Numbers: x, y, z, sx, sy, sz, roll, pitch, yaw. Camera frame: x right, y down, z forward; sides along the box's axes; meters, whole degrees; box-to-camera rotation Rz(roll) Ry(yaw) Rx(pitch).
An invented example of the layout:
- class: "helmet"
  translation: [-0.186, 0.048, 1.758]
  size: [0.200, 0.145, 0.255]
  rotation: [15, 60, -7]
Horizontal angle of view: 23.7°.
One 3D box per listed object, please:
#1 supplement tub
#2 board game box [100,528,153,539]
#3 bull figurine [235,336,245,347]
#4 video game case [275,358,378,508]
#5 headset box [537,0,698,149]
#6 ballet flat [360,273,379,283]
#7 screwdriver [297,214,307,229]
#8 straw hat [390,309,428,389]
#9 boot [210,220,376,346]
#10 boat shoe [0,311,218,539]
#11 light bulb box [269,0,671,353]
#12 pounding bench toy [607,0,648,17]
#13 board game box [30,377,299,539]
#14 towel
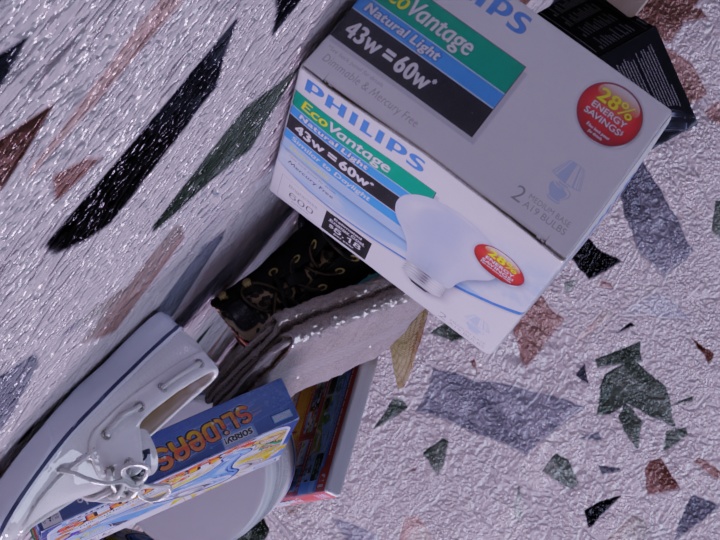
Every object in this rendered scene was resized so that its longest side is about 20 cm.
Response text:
- class: "supplement tub"
  translation: [-0.130, 0.173, 1.516]
  size: [0.132, 0.132, 0.200]
  rotation: [-52, 176, 0]
- class: "board game box"
  translation: [-0.157, 0.263, 1.466]
  size: [0.135, 0.199, 0.035]
  rotation: [-1, 104, -83]
- class: "bull figurine"
  translation: [-0.046, 0.038, 1.645]
  size: [0.121, 0.065, 0.200]
  rotation: [-34, -175, 17]
- class: "video game case"
  translation: [-0.054, 0.156, 1.645]
  size: [0.200, 0.017, 0.144]
  rotation: [-22, -133, 59]
- class: "headset box"
  translation: [0.138, -0.126, 1.368]
  size: [0.199, 0.093, 0.174]
  rotation: [-29, -158, -1]
- class: "ballet flat"
  translation: [0.000, 0.000, 1.455]
  size: [0.199, 0.068, 0.067]
  rotation: [-15, 172, 29]
- class: "screwdriver"
  translation: [-0.036, -0.053, 1.372]
  size: [0.200, 0.028, 0.029]
  rotation: [101, -1, -77]
- class: "straw hat"
  translation: [0.016, 0.000, 1.546]
  size: [0.201, 0.085, 0.202]
  rotation: [-168, -90, -85]
- class: "boot"
  translation: [-0.039, -0.001, 1.306]
  size: [0.150, 0.073, 0.200]
  rotation: [-40, -177, -6]
- class: "boat shoe"
  translation: [-0.158, 0.118, 1.110]
  size: [0.202, 0.086, 0.075]
  rotation: [-48, 174, -41]
- class: "light bulb box"
  translation: [0.061, -0.074, 1.091]
  size: [0.125, 0.198, 0.200]
  rotation: [-52, 175, -20]
- class: "pounding bench toy"
  translation: [0.231, -0.320, 1.303]
  size: [0.200, 0.124, 0.156]
  rotation: [-55, 174, 34]
- class: "board game box"
  translation: [-0.148, 0.149, 1.260]
  size: [0.199, 0.035, 0.135]
  rotation: [-23, 166, -15]
- class: "towel"
  translation: [-0.017, 0.049, 1.303]
  size: [0.200, 0.035, 0.133]
  rotation: [-21, 163, -40]
